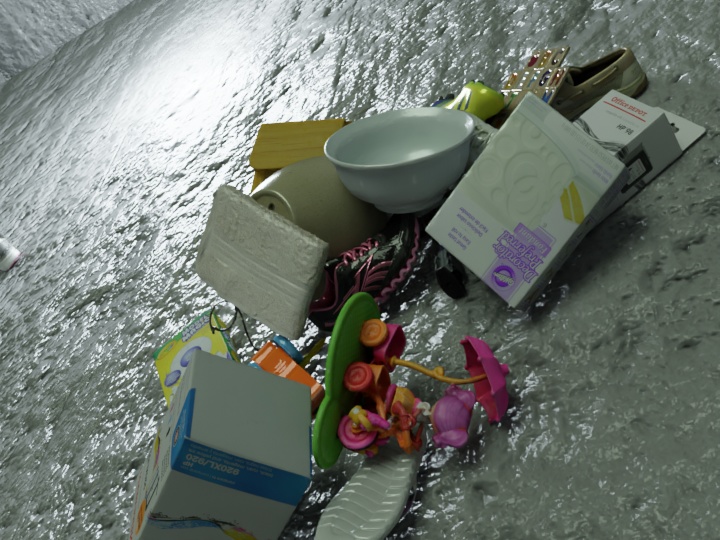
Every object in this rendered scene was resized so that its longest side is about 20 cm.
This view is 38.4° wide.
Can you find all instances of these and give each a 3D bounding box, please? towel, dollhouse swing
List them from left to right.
[{"bbox_3d":[-0.131,-0.014,1.318,0.198,0.034,0.135,30,109,31],"label":"towel"},{"bbox_3d":[-0.083,-0.125,1.587,0.177,0.180,0.200,-3,-3,7],"label":"dollhouse swing"}]

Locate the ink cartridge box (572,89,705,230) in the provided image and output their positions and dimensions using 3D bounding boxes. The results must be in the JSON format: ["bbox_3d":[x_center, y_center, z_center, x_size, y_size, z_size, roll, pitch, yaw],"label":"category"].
[{"bbox_3d":[0.306,-0.147,1.264,0.199,0.067,0.116,-40,31,-2],"label":"ink cartridge box"}]

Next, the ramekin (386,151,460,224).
[{"bbox_3d":[0.039,-0.125,1.493,0.200,0.095,0.204,-27,33,19],"label":"ramekin"}]

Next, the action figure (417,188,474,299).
[{"bbox_3d":[0.126,-0.057,1.341,0.129,0.070,0.201,-33,28,19],"label":"action figure"}]

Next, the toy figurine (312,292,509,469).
[{"bbox_3d":[0.064,0.131,1.093,0.180,0.151,0.203,7,55,22],"label":"toy figurine"}]

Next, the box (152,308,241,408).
[{"bbox_3d":[-0.235,0.134,1.497,0.117,0.049,0.200,-39,29,0],"label":"box"}]

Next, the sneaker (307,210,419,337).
[{"bbox_3d":[0.000,0.000,1.328,0.202,0.095,0.079,-58,21,0],"label":"sneaker"}]

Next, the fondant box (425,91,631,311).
[{"bbox_3d":[0.191,-0.078,1.183,0.144,0.058,0.201,41,101,20],"label":"fondant box"}]

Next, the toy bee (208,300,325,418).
[{"bbox_3d":[-0.099,0.123,1.334,0.129,0.109,0.202,-28,56,1],"label":"toy bee"}]

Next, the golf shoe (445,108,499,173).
[{"bbox_3d":[0.150,-0.171,1.386,0.076,0.091,0.200,-50,21,-3],"label":"golf shoe"}]

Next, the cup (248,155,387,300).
[{"bbox_3d":[-0.082,-0.056,1.389,0.197,0.205,0.142,-14,-6,34],"label":"cup"}]

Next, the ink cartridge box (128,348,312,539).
[{"bbox_3d":[-0.154,0.223,1.123,0.148,0.142,0.202,-97,31,-57],"label":"ink cartridge box"}]

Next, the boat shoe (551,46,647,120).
[{"bbox_3d":[0.290,-0.251,1.418,0.197,0.065,0.073,-15,38,36],"label":"boat shoe"}]

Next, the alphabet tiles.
[{"bbox_3d":[0.218,-0.222,1.440,0.202,0.006,0.166,-60,20,-3],"label":"alphabet tiles"}]

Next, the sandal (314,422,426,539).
[{"bbox_3d":[0.024,0.239,1.087,0.081,0.051,0.203,2,35,33],"label":"sandal"}]

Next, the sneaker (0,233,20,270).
[{"bbox_3d":[-0.843,-0.058,2.350,0.074,0.088,0.198,-49,32,-18],"label":"sneaker"}]

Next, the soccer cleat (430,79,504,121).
[{"bbox_3d":[0.149,-0.221,1.506,0.085,0.064,0.200,-64,17,-10],"label":"soccer cleat"}]

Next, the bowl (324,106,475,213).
[{"bbox_3d":[0.056,-0.135,1.335,0.197,0.092,0.202,-8,27,4],"label":"bowl"}]
